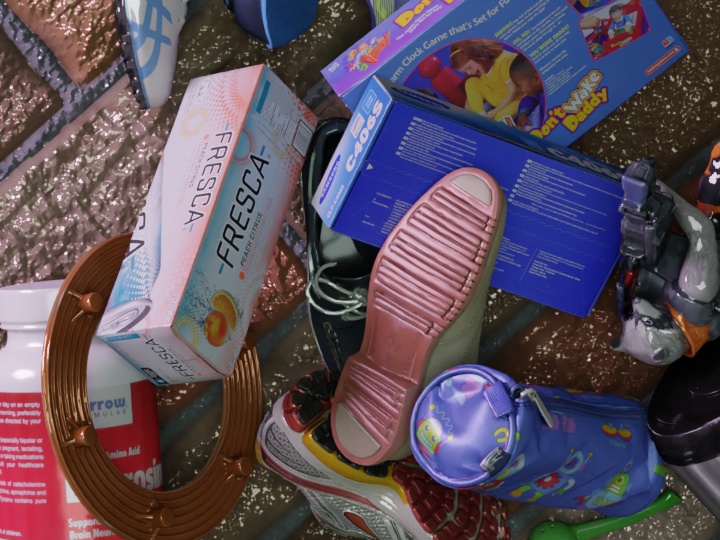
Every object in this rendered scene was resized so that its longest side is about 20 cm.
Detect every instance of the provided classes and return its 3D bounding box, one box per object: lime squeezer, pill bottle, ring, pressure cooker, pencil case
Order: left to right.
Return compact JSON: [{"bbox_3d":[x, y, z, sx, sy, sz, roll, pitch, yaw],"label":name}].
[{"bbox_3d":[-0.185,0.108,1.676,0.111,0.112,0.202,-4,94,0],"label":"pill bottle"},{"bbox_3d":[-0.125,0.074,1.646,0.019,0.200,0.202,-9,95,38],"label":"ring"},{"bbox_3d":[0.118,0.107,1.637,0.087,0.199,0.079,-34,61,29],"label":"pencil case"},{"bbox_3d":[0.126,0.211,1.729,0.070,0.038,0.201,35,93,-34],"label":"lime squeezer"},{"bbox_3d":[0.299,0.117,1.642,0.200,0.176,0.179,46,71,-12],"label":"pressure cooker"}]

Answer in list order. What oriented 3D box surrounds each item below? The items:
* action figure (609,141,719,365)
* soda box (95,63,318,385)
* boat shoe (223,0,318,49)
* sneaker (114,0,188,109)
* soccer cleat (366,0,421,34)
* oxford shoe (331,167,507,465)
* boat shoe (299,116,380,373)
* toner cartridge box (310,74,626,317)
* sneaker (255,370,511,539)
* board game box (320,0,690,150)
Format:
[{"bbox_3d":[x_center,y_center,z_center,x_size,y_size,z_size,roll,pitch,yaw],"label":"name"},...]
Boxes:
[{"bbox_3d":[0.222,-0.025,1.625,0.104,0.200,0.194,32,81,18],"label":"action figure"},{"bbox_3d":[-0.094,-0.030,1.634,0.064,0.068,0.201,43,52,-38],"label":"soda box"},{"bbox_3d":[-0.068,-0.238,1.641,0.068,0.084,0.201,30,124,36],"label":"boat shoe"},{"bbox_3d":[-0.124,-0.203,1.678,0.072,0.072,0.202,2,97,-8],"label":"sneaker"},{"bbox_3d":[-0.015,-0.235,1.679,0.083,0.065,0.201,-29,91,14],"label":"soccer cleat"},{"bbox_3d":[0.046,0.027,1.630,0.071,0.074,0.201,37,111,32],"label":"oxford shoe"},{"bbox_3d":[0.000,0.000,1.694,0.074,0.062,0.202,-5,94,-2],"label":"boat shoe"},{"bbox_3d":[0.077,-0.045,1.653,0.199,0.043,0.095,19,107,-26],"label":"toner cartridge box"},{"bbox_3d":[0.017,0.144,1.706,0.200,0.078,0.082,40,137,-14],"label":"sneaker"},{"bbox_3d":[0.094,-0.134,1.666,0.200,0.045,0.135,-38,121,2],"label":"board game box"}]
